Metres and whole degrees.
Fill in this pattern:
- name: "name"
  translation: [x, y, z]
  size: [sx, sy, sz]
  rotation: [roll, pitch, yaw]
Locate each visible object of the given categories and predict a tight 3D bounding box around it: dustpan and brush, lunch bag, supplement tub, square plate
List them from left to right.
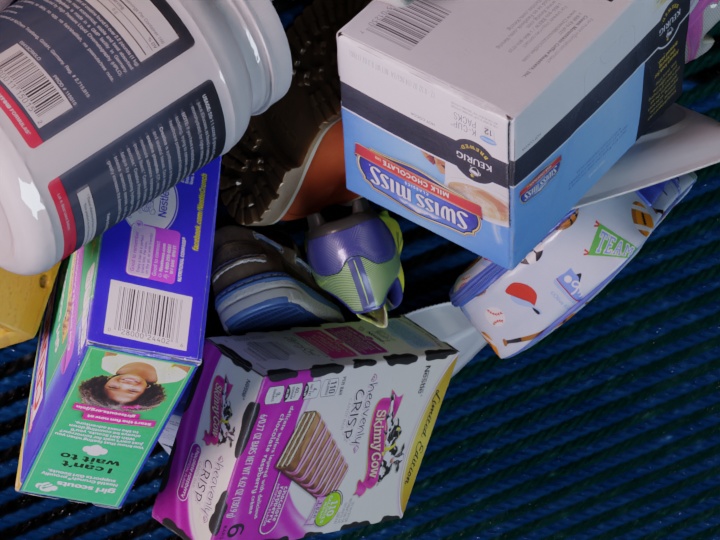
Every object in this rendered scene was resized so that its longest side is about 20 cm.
- name: "supplement tub"
  translation: [-0.154, -0.102, 1.613]
  size: [0.200, 0.140, 0.140]
  rotation: [-35, 146, -23]
- name: "dustpan and brush"
  translation: [0.000, 0.067, 1.983]
  size: [0.200, 0.057, 0.140]
  rotation: [-22, 162, -42]
- name: "square plate"
  translation: [0.130, -0.081, 1.819]
  size: [0.200, 0.198, 0.029]
  rotation: [-17, 108, -12]
- name: "lunch bag"
  translation: [0.150, -0.027, 1.891]
  size: [0.160, 0.076, 0.200]
  rotation: [-44, 180, 25]

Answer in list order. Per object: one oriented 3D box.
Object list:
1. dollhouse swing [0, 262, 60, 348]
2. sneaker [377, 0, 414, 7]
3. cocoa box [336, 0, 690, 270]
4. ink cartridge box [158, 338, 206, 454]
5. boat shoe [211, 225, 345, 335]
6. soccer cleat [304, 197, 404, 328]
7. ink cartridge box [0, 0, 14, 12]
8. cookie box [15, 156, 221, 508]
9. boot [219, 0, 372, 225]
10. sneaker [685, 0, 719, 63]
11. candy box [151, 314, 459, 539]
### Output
- name: "dollhouse swing"
  translation: [-0.309, -0.046, 1.712]
  size: [0.200, 0.176, 0.182]
  rotation: [28, 76, -45]
- name: "sneaker"
  translation: [-0.014, -0.186, 1.631]
  size: [0.200, 0.099, 0.078]
  rotation: [-32, -178, 42]
- name: "cocoa box"
  translation: [0.096, -0.125, 1.704]
  size: [0.200, 0.133, 0.131]
  rotation: [-45, 149, -33]
- name: "ink cartridge box"
  translation: [-0.097, 0.107, 1.945]
  size: [0.042, 0.119, 0.200]
  rotation: [-63, 148, -24]
- name: "boat shoe"
  translation: [-0.059, 0.010, 1.878]
  size: [0.072, 0.073, 0.200]
  rotation: [-20, 168, 2]
- name: "soccer cleat"
  translation: [-0.001, 0.000, 1.844]
  size: [0.065, 0.084, 0.200]
  rotation: [-18, 177, 3]
- name: "ink cartridge box"
  translation: [-0.179, -0.234, 1.565]
  size: [0.198, 0.047, 0.200]
  rotation: [-44, 136, 20]
- name: "cookie box"
  translation: [-0.151, 0.029, 1.737]
  size: [0.075, 0.171, 0.200]
  rotation: [13, 146, -13]
- name: "boot"
  translation: [-0.004, -0.111, 1.790]
  size: [0.107, 0.075, 0.200]
  rotation: [-2, 140, -39]
- name: "sneaker"
  translation: [0.200, -0.203, 1.793]
  size: [0.088, 0.081, 0.200]
  rotation: [-16, 147, -19]
- name: "candy box"
  translation: [-0.034, 0.108, 1.863]
  size: [0.200, 0.061, 0.137]
  rotation: [-7, 121, -49]
